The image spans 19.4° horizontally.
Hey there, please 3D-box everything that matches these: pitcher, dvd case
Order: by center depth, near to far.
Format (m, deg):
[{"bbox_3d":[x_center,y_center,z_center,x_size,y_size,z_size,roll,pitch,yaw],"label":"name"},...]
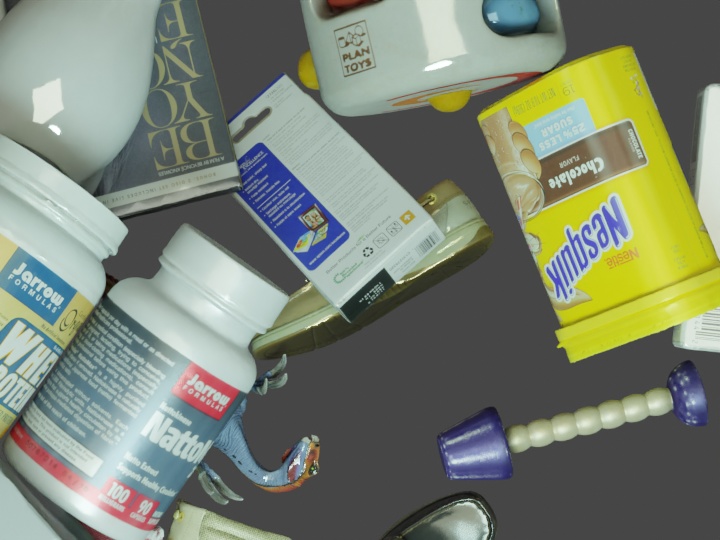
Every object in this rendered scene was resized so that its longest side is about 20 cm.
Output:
[{"bbox_3d":[-0.223,-0.167,1.531,0.171,0.121,0.200,13,68,27],"label":"pitcher"},{"bbox_3d":[-0.182,-0.137,1.579,0.148,0.016,0.200,-14,79,0],"label":"dvd case"}]

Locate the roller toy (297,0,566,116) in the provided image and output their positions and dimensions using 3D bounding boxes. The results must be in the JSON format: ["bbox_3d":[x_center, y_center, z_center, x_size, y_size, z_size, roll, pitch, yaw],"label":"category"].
[{"bbox_3d":[0.050,-0.182,1.521,0.200,0.182,0.140,-12,89,-2],"label":"roller toy"}]

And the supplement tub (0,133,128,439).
[{"bbox_3d":[-0.264,0.019,1.423,0.145,0.145,0.200,35,82,0],"label":"supplement tub"}]

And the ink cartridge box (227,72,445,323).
[{"bbox_3d":[-0.032,-0.057,1.558,0.095,0.037,0.200,-42,56,-2],"label":"ink cartridge box"}]

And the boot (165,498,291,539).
[{"bbox_3d":[-0.159,0.244,1.560,0.200,0.073,0.156,11,81,11],"label":"boot"}]

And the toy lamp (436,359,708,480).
[{"bbox_3d":[0.157,0.116,1.580,0.200,0.058,0.058,-12,89,-4],"label":"toy lamp"}]

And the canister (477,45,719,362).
[{"bbox_3d":[0.177,-0.048,1.542,0.086,0.148,0.200,-19,86,-36],"label":"canister"}]

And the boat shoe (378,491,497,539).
[{"bbox_3d":[0.022,0.240,1.562,0.200,0.073,0.075,-40,90,-2],"label":"boat shoe"}]

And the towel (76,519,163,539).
[{"bbox_3d":[-0.238,0.261,1.522,0.146,0.030,0.200,14,74,15],"label":"towel"}]

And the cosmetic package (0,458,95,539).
[{"bbox_3d":[-0.225,0.193,1.420,0.071,0.200,0.101,-44,67,-7],"label":"cosmetic package"}]

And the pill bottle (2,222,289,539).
[{"bbox_3d":[-0.141,0.074,1.440,0.120,0.120,0.200,35,90,0],"label":"pill bottle"}]

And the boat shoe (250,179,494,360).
[{"bbox_3d":[0.000,0.000,1.576,0.200,0.074,0.066,-28,75,-2],"label":"boat shoe"}]

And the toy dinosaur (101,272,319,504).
[{"bbox_3d":[-0.107,0.086,1.573,0.105,0.200,0.182,-36,126,-7],"label":"toy dinosaur"}]

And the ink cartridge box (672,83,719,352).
[{"bbox_3d":[0.334,-0.032,1.593,0.176,0.045,0.200,6,89,-1],"label":"ink cartridge box"}]
